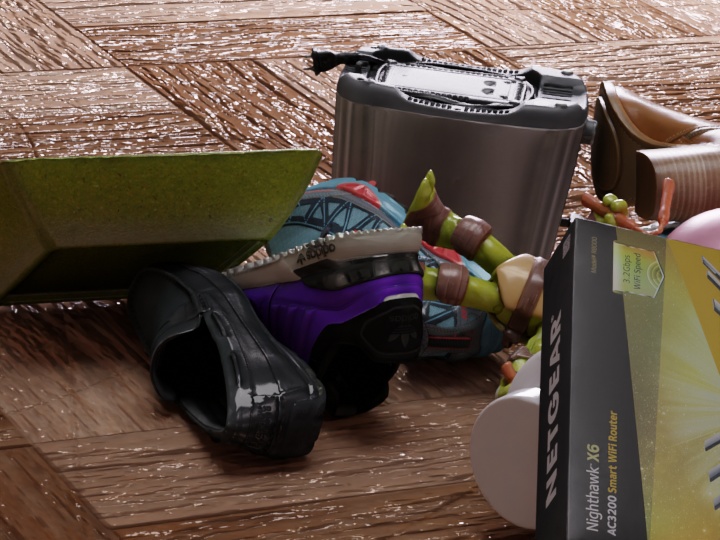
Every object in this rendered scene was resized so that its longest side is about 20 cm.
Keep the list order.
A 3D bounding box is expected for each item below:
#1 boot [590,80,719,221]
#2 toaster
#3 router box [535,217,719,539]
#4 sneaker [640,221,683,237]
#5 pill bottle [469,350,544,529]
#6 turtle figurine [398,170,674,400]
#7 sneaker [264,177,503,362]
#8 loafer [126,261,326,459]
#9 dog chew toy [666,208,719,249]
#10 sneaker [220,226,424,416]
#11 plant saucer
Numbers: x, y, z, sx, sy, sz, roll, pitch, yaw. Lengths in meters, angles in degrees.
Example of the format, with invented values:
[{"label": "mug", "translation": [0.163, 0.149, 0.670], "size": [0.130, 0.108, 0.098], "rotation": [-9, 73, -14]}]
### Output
[{"label": "boot", "translation": [0.238, -0.072, 1.931], "size": [0.154, 0.074, 0.200], "rotation": [-1, 23, -13]}, {"label": "toaster", "translation": [0.054, -0.071, 1.961], "size": [0.199, 0.130, 0.114], "rotation": [8, 19, 3]}, {"label": "router box", "translation": [0.172, 0.081, 1.511], "size": [0.157, 0.052, 0.201], "rotation": [12, 54, -11]}, {"label": "sneaker", "translation": [0.196, 0.006, 1.888], "size": [0.200, 0.077, 0.081], "rotation": [-5, 14, -45]}, {"label": "pill bottle", "translation": [0.148, 0.078, 1.617], "size": [0.104, 0.105, 0.200], "rotation": [20, 25, 34]}, {"label": "turtle figurine", "translation": [0.098, 0.004, 1.758], "size": [0.161, 0.064, 0.200], "rotation": [26, 63, 1]}, {"label": "sneaker", "translation": [0.000, 0.000, 1.831], "size": [0.095, 0.080, 0.200], "rotation": [-17, 30, -42]}, {"label": "loafer", "translation": [-0.091, 0.046, 1.692], "size": [0.070, 0.068, 0.201], "rotation": [5, 21, -32]}, {"label": "dog chew toy", "translation": [0.269, 0.037, 1.752], "size": [0.199, 0.125, 0.125], "rotation": [15, 21, 3]}, {"label": "sneaker", "translation": [-0.025, 0.039, 1.723], "size": [0.069, 0.100, 0.200], "rotation": [-7, -7, -29]}, {"label": "plant saucer", "translation": [-0.143, -0.021, 1.789], "size": [0.199, 0.048, 0.200], "rotation": [-3, -13, -22]}]
